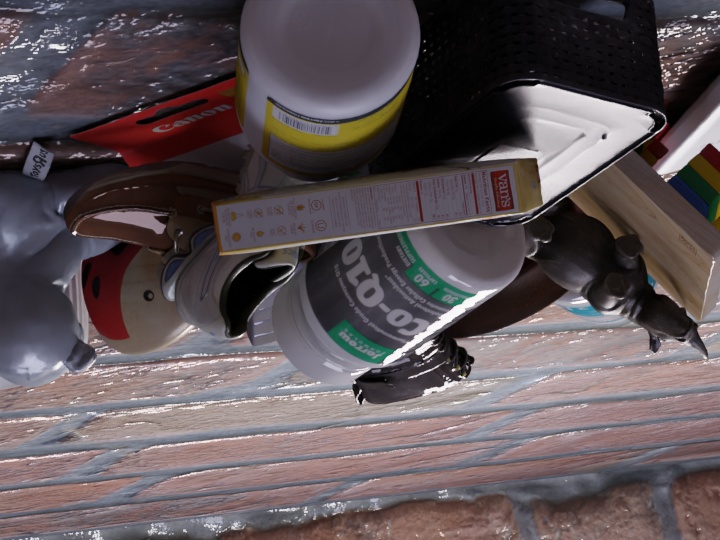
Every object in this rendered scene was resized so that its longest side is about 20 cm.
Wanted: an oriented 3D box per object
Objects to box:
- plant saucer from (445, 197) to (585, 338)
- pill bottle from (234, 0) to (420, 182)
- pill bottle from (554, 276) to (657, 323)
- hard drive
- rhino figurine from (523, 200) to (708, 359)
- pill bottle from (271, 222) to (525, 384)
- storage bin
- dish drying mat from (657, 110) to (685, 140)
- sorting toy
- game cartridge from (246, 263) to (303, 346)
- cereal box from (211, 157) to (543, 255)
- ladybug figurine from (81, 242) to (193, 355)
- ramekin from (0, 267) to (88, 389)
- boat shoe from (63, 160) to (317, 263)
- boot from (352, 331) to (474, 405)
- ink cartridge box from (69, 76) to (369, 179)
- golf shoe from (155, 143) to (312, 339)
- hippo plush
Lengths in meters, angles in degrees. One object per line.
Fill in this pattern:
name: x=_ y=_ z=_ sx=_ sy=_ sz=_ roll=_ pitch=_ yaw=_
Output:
plant saucer: x=0.126 y=-0.015 z=1.940 sx=0.200 sy=0.032 sz=0.200 roll=-24 pitch=-154 yaw=13
pill bottle: x=-0.025 y=-0.124 z=1.406 sx=0.112 sy=0.112 sz=0.200 roll=-9 pitch=167 yaw=-7
pill bottle: x=0.226 y=-0.009 z=2.090 sx=0.111 sy=0.111 sz=0.200 roll=-15 pitch=167 yaw=17
hard drive: x=0.326 y=-0.136 z=1.786 sx=0.132 sy=0.027 sz=0.200 roll=-17 pitch=169 yaw=-13
rhino figurine: x=0.197 y=0.003 z=1.704 sx=0.060 sy=0.200 sz=0.087 roll=-51 pitch=177 yaw=-12
pill bottle: x=0.025 y=0.005 z=1.650 sx=0.113 sy=0.113 sz=0.200 roll=0 pitch=154 yaw=-38
storage bin: x=0.103 y=-0.117 z=1.496 sx=0.135 sy=0.094 sz=0.200 roll=11 pitch=152 yaw=-28
dish drying mat: x=0.191 y=-0.089 z=1.875 sx=0.200 sy=0.018 sz=0.077 roll=-28 pitch=167 yaw=29
sorting toy: x=0.218 y=-0.074 z=1.668 sx=0.070 sy=0.200 sz=0.199 roll=-43 pitch=165 yaw=-6
game cartridge: x=0.000 y=0.000 z=1.817 sx=0.200 sy=0.038 sz=0.130 roll=-14 pitch=154 yaw=-12
cereal box: x=0.015 y=-0.044 z=1.423 sx=0.200 sy=0.040 sz=0.144 roll=-8 pitch=-178 yaw=9
ladybug figurine: x=-0.177 y=0.000 z=1.786 sx=0.072 sy=0.136 sz=0.200 roll=41 pitch=169 yaw=-23
ramekin: x=-0.328 y=0.039 z=1.864 sx=0.200 sy=0.105 sz=0.200 roll=-10 pitch=167 yaw=-2
boat shoe: x=-0.120 y=-0.035 z=1.616 sx=0.200 sy=0.072 sz=0.076 roll=-2 pitch=156 yaw=-19
boot: x=0.055 y=0.047 z=1.828 sx=0.200 sy=0.069 sz=0.174 roll=-18 pitch=149 yaw=19
ink cartridge box: x=-0.097 y=-0.088 z=1.644 sx=0.161 sy=0.050 sz=0.200 roll=-17 pitch=167 yaw=26
golf shoe: x=-0.055 y=-0.034 z=1.551 sx=0.078 sy=0.200 sz=0.097 roll=31 pitch=-174 yaw=-38
hippo plush: x=-0.236 y=0.006 z=1.671 sx=0.159 sy=0.161 sz=0.200 roll=-8 pitch=167 yaw=-12
